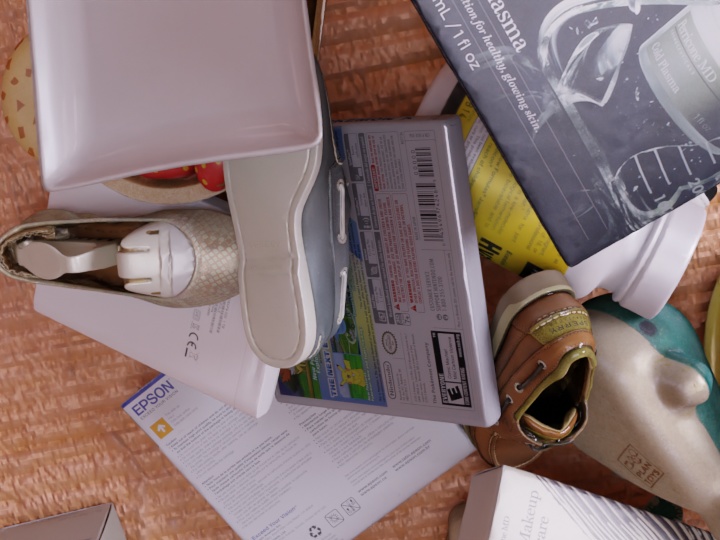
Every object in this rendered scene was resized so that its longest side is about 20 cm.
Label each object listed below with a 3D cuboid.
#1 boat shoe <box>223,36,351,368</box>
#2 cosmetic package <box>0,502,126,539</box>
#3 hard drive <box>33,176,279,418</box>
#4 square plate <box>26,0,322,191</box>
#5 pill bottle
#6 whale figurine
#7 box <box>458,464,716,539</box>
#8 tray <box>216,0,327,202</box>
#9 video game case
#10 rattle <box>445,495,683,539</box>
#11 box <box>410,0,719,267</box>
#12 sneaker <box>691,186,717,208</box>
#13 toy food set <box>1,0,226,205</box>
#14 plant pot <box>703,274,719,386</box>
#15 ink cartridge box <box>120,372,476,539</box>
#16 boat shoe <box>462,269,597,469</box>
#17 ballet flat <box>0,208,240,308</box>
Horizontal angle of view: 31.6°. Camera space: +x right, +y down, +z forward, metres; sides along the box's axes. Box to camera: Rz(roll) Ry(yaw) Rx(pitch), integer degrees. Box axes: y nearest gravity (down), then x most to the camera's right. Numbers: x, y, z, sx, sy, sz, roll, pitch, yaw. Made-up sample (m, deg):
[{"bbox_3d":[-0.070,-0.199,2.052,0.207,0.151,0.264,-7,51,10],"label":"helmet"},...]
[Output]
[{"bbox_3d":[-0.040,-0.043,0.799,0.072,0.061,0.204,6,102,33],"label":"boat shoe"},{"bbox_3d":[-0.219,0.299,1.018,0.102,0.073,0.203,-12,109,6],"label":"cosmetic package"},{"bbox_3d":[-0.138,0.004,0.893,0.198,0.027,0.134,23,112,20],"label":"hard drive"},{"bbox_3d":[-0.116,-0.159,0.773,0.197,0.028,0.202,-7,86,23],"label":"square plate"},{"bbox_3d":[0.124,-0.050,0.850,0.198,0.111,0.112,27,109,5],"label":"pill bottle"},{"bbox_3d":[0.221,0.099,0.898,0.103,0.160,0.200,-37,70,-26],"label":"whale figurine"},{"bbox_3d":[0.172,0.209,0.918,0.197,0.068,0.083,18,71,-10],"label":"box"},{"bbox_3d":[-0.083,-0.106,0.893,0.097,0.037,0.203,9,109,-2],"label":"tray"},{"bbox_3d":[0.000,0.000,0.845,0.180,0.022,0.203,3,110,36],"label":"video game case"},{"bbox_3d":[0.160,0.242,0.957,0.196,0.143,0.132,6,104,2],"label":"rattle"},{"bbox_3d":[0.144,-0.147,0.691,0.195,0.124,0.201,-30,107,12],"label":"box"},{"bbox_3d":[0.220,-0.144,0.854,0.111,0.073,0.201,-31,107,8],"label":"sneaker"},{"bbox_3d":[-0.133,-0.144,0.829,0.198,0.049,0.201,23,103,13],"label":"toy food set"},{"bbox_3d":[0.366,0.071,0.873,0.186,0.201,0.204,-5,110,-13],"label":"plant pot"},{"bbox_3d":[-0.045,0.112,0.966,0.195,0.043,0.201,-37,103,14],"label":"ink cartridge box"},{"bbox_3d":[0.113,0.089,0.852,0.071,0.068,0.201,-20,145,-13],"label":"boat shoe"},{"bbox_3d":[-0.160,-0.005,0.851,0.197,0.062,0.069,1,102,26],"label":"ballet flat"}]
